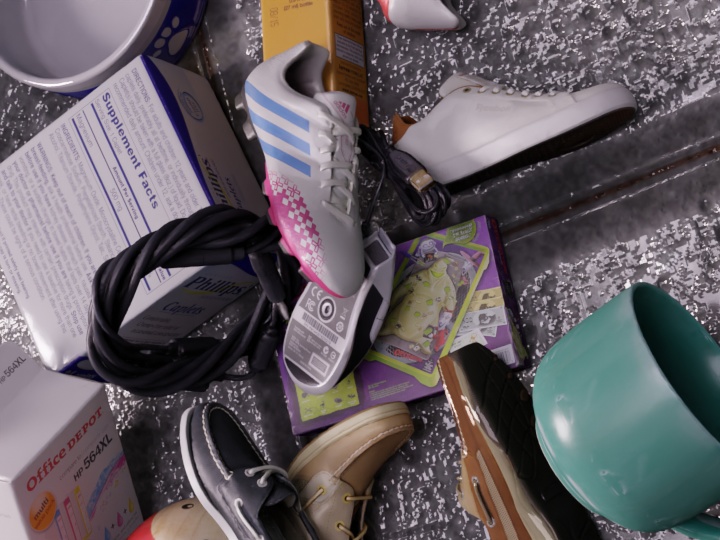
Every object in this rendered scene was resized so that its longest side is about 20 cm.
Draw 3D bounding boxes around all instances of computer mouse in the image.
[{"bbox_3d":[0.000,0.000,1.564,0.109,0.044,0.201,36,109,40],"label":"computer mouse"}]

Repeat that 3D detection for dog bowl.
[{"bbox_3d":[-0.227,-0.244,1.727,0.199,0.079,0.202,-4,82,27],"label":"dog bowl"}]

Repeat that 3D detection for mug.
[{"bbox_3d":[0.198,0.115,1.421,0.114,0.152,0.186,-37,69,22],"label":"mug"}]

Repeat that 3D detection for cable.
[{"bbox_3d":[-0.118,0.023,1.542,0.164,0.199,0.051,-54,52,20],"label":"cable"}]

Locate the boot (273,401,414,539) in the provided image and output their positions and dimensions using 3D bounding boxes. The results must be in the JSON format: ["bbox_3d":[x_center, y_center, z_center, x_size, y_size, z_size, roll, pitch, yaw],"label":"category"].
[{"bbox_3d":[-0.006,0.209,1.559,0.200,0.073,0.156,-43,63,22],"label":"boot"}]

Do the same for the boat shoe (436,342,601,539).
[{"bbox_3d":[0.102,0.153,1.504,0.074,0.075,0.201,-31,80,32],"label":"boat shoe"}]

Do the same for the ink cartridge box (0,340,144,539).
[{"bbox_3d":[-0.266,0.171,1.620,0.124,0.129,0.201,10,130,28],"label":"ink cartridge box"}]

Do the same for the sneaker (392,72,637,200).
[{"bbox_3d":[0.106,-0.118,1.540,0.199,0.073,0.085,-18,79,27],"label":"sneaker"}]

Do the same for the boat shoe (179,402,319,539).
[{"bbox_3d":[-0.068,0.179,1.524,0.060,0.075,0.201,-37,74,33],"label":"boat shoe"}]

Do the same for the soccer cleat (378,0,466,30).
[{"bbox_3d":[0.066,-0.281,1.588,0.085,0.069,0.202,16,95,19],"label":"soccer cleat"}]

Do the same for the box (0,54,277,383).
[{"bbox_3d":[-0.185,-0.038,1.668,0.199,0.105,0.185,-34,70,21],"label":"box"}]

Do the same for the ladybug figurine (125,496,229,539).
[{"bbox_3d":[-0.155,0.257,1.580,0.201,0.072,0.136,-58,42,19],"label":"ladybug figurine"}]

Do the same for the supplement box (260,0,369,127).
[{"bbox_3d":[-0.038,-0.208,1.631,0.066,0.069,0.202,-7,83,26],"label":"supplement box"}]

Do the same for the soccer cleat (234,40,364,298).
[{"bbox_3d":[-0.030,-0.080,1.527,0.086,0.070,0.201,-35,63,27],"label":"soccer cleat"}]

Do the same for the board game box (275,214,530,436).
[{"bbox_3d":[0.026,0.044,1.590,0.199,0.032,0.121,-18,79,25],"label":"board game box"}]
